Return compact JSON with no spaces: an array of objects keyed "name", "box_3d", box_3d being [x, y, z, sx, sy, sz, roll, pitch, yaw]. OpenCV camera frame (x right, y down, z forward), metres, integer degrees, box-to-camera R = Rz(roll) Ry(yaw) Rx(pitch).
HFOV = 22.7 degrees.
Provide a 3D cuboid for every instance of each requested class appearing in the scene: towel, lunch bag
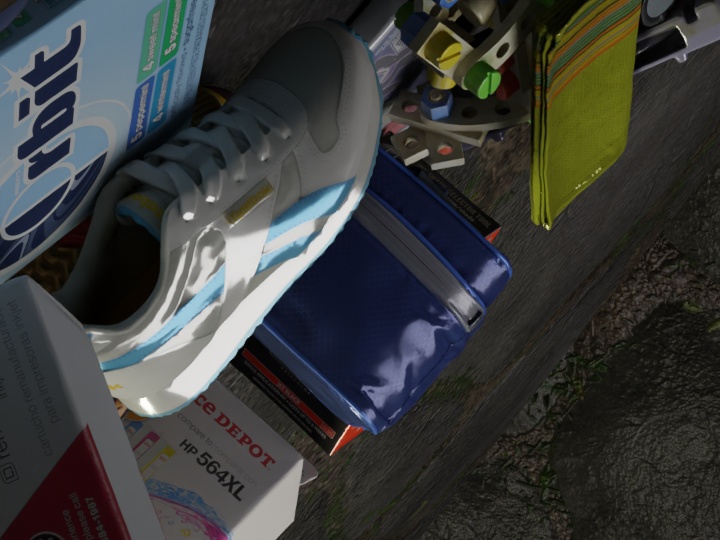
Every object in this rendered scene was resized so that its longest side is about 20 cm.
[{"name":"towel","box_3d":[0.133,-0.103,1.041,0.086,0.018,0.200,-40,154,-18]},{"name":"lunch bag","box_3d":[0.000,0.000,1.007,0.132,0.136,0.200,-46,-176,-6]}]

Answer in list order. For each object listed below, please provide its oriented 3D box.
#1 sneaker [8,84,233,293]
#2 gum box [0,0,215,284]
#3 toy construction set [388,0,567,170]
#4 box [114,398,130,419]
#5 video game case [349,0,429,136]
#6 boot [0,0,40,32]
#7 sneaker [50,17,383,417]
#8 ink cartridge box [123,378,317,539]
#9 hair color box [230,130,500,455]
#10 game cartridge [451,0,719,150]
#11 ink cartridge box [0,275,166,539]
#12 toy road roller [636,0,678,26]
[{"name":"sneaker","box_3d":[-0.113,-0.003,0.901,0.200,0.075,0.090,-51,161,12]},{"name":"gum box","box_3d":[-0.142,-0.059,0.714,0.200,0.045,0.170,-42,166,-29]},{"name":"toy construction set","box_3d":[0.075,-0.122,1.033,0.131,0.092,0.200,-41,165,-15]},{"name":"box","box_3d":[-0.185,0.097,1.003,0.200,0.050,0.075,-50,166,4]},{"name":"video game case","box_3d":[-0.026,-0.071,1.109,0.200,0.023,0.182,-50,167,1]},{"name":"boot","box_3d":[-0.119,-0.131,0.581,0.200,0.075,0.097,-44,-176,-19]},{"name":"sneaker","box_3d":[-0.062,-0.031,0.798,0.200,0.076,0.081,-57,144,-6]},{"name":"ink cartridge box","box_3d":[-0.134,0.150,1.149,0.200,0.128,0.125,-45,166,-22]},{"name":"hair color box","box_3d":[-0.001,0.018,1.177,0.061,0.101,0.200,-33,159,-49]},{"name":"game cartridge","box_3d":[0.147,-0.149,1.148,0.200,0.038,0.130,-22,-158,28]},{"name":"ink cartridge box","box_3d":[-0.184,0.114,0.697,0.200,0.146,0.083,-25,160,0]},{"name":"toy road roller","box_3d":[0.175,-0.256,1.047,0.200,0.123,0.146,-43,154,-23]}]
